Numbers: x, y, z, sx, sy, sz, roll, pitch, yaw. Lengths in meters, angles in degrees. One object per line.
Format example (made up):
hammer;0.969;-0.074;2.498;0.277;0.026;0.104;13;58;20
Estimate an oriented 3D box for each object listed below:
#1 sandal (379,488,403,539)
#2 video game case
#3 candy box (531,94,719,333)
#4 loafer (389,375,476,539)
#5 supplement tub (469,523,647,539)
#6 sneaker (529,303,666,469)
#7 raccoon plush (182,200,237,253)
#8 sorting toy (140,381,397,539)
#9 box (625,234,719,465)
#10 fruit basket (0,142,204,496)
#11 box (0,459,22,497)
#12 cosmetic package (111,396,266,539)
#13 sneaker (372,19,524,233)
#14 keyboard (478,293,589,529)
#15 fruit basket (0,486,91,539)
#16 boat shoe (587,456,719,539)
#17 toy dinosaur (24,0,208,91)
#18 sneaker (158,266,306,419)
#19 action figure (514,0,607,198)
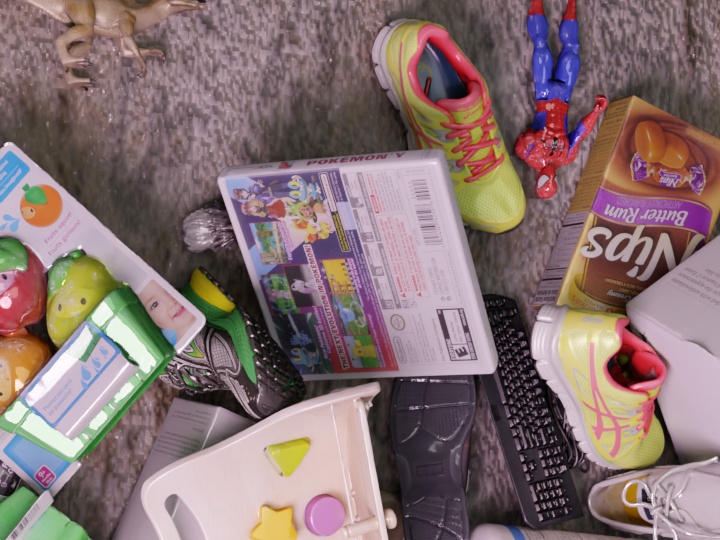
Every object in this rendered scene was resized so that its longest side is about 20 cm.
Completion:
sandal;-0.021;0.230;1.444;0.200;0.054;0.080;-20;124;-46
video game case;0.000;0.000;1.426;0.182;0.023;0.200;-4;124;21
candy box;0.240;-0.037;1.584;0.117;0.056;0.200;24;82;-16
loafer;0.060;0.154;1.519;0.072;0.063;0.200;0;70;2
supplement tub;0.181;0.282;1.507;0.200;0.132;0.132;9;84;-17
sneaker;0.217;0.102;1.512;0.200;0.090;0.078;51;45;-41
raccoon plush;-0.030;-0.033;1.458;0.200;0.134;0.097;-19;94;-17
sorting toy;-0.064;0.193;1.343;0.180;0.107;0.200;-11;94;-15
box;0.348;0.101;1.502;0.131;0.199;0.200;-35;125;-15
fruit basket;-0.246;0.039;1.347;0.200;0.094;0.185;42;94;-4
box;-0.345;0.150;1.398;0.160;0.044;0.200;26;79;-14
cosmetic package;-0.136;0.207;1.423;0.085;0.108;0.200;27;81;-24
sneaker;0.080;-0.119;1.513;0.078;0.090;0.200;-34;98;-17
keyboard;0.149;0.111;1.527;0.104;0.040;0.200;-4;74;-51
fruit basket;-0.280;0.261;1.345;0.094;0.185;0.200;38;74;19
boat shoe;0.253;0.189;1.491;0.086;0.202;0.075;-2;89;-29
toy dinosaur;-0.223;-0.202;1.461;0.200;0.058;0.101;6;70;-25
sneaker;-0.107;0.072;1.406;0.085;0.200;0.078;-43;119;-5
action figure;0.173;-0.162;1.552;0.065;0.099;0.200;6;87;-16
